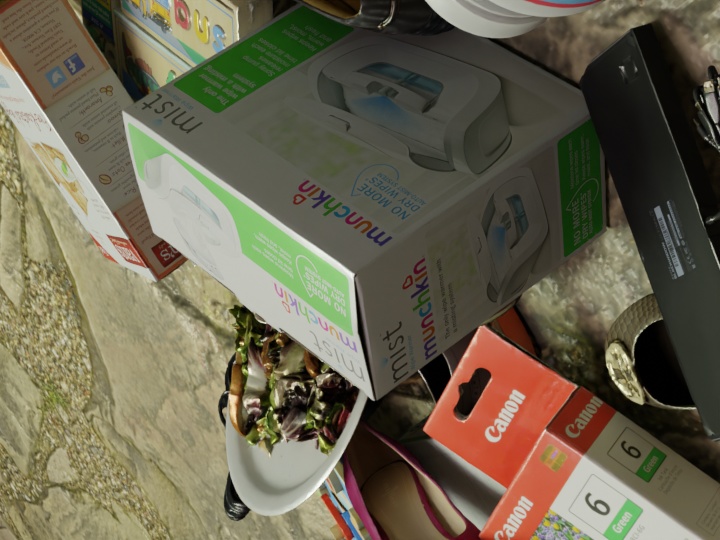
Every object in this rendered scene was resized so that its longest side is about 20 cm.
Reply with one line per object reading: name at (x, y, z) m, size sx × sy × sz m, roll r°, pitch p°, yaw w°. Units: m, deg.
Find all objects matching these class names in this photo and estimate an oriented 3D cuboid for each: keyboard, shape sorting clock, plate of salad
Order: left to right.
plate of salad at (-0.049, 0.064, 1.232) m, size 0.048 × 0.201 × 0.200 m, roll 20°, pitch 170°, yaw -28°
shape sorting clock at (-0.004, 0.189, 1.375) m, size 0.201 × 0.039 × 0.200 m, roll 56°, pitch 174°, yaw 8°
keyboard at (0.163, -0.021, 0.862) m, size 0.127 × 0.020 × 0.201 m, roll 143°, pitch 108°, yaw -70°

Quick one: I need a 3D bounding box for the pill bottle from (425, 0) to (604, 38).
pill bottle at (0.091, -0.174, 0.767) m, size 0.109 × 0.108 × 0.200 m, roll 55°, pitch 155°, yaw 3°

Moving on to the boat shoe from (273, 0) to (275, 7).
boat shoe at (-0.070, -0.110, 1.190) m, size 0.063 × 0.071 × 0.201 m, roll 18°, pitch 137°, yaw 4°

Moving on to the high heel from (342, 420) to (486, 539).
high heel at (0.031, 0.150, 1.124) m, size 0.096 × 0.067 × 0.200 m, roll 54°, pitch -178°, yaw -13°

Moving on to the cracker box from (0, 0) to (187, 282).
cracker box at (-0.184, -0.094, 1.200) m, size 0.201 × 0.058 × 0.134 m, roll 57°, pitch 165°, yaw -18°

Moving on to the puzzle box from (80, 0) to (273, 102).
puzzle box at (-0.116, -0.144, 1.122) m, size 0.200 × 0.025 × 0.134 m, roll 39°, pitch 140°, yaw 42°

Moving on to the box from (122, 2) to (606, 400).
box at (0.002, -0.052, 0.988) m, size 0.200 × 0.176 × 0.097 m, roll 36°, pitch 148°, yaw 38°

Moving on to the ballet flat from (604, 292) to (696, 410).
ballet flat at (0.181, 0.046, 0.935) m, size 0.068 × 0.046 × 0.200 m, roll 60°, pitch 154°, yaw -11°

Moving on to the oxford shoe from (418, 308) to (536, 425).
oxford shoe at (0.030, 0.001, 1.119) m, size 0.201 × 0.072 × 0.071 m, roll 56°, pitch 155°, yaw 1°

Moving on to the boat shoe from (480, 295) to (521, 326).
boat shoe at (0.000, 0.000, 1.061) m, size 0.199 × 0.074 × 0.076 m, roll -2°, pitch 88°, yaw 36°

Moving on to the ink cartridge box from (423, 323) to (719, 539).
ink cartridge box at (0.123, 0.130, 1.052) m, size 0.199 × 0.050 × 0.109 m, roll 35°, pitch 134°, yaw 10°

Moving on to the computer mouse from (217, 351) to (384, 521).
computer mouse at (-0.030, 0.084, 1.293) m, size 0.200 × 0.052 × 0.139 m, roll -42°, pitch 39°, yaw 42°

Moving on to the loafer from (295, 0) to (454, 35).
loafer at (-0.032, -0.183, 0.997) m, size 0.199 × 0.072 × 0.073 m, roll 29°, pitch 121°, yaw 39°

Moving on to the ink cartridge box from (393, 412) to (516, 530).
ink cartridge box at (0.080, 0.143, 1.212) m, size 0.104 × 0.059 × 0.200 m, roll 58°, pitch 155°, yaw -4°
